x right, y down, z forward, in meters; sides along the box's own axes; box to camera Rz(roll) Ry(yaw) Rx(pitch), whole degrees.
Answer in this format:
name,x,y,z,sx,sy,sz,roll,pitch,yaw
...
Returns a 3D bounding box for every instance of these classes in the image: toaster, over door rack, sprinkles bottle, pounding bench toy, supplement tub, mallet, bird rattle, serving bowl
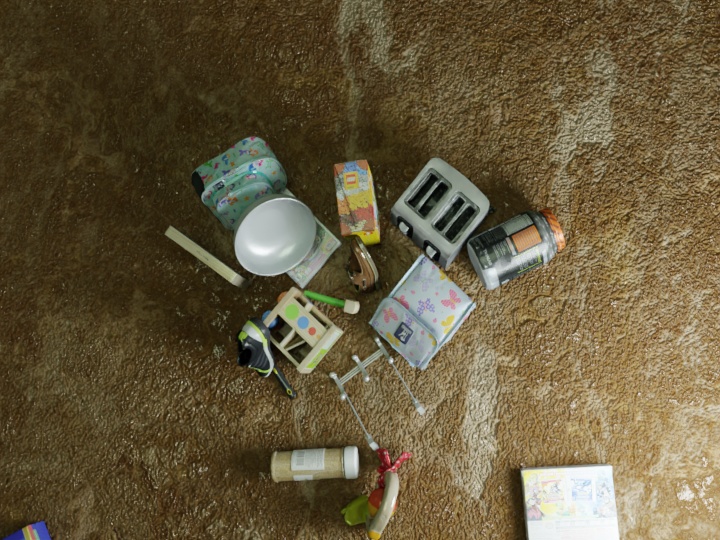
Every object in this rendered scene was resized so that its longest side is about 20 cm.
name,x,y,z,sx,sy,sz,roll,pitch,yaw
toaster,0.187,-0.135,1.570,0.180,0.119,0.201,41,88,9
over door rack,0.033,0.269,1.541,0.146,0.067,0.202,-35,66,2
sprinkles bottle,-0.101,0.435,1.553,0.193,0.068,0.071,-4,82,6
pounding bench toy,-0.116,0.102,1.569,0.155,0.124,0.201,41,88,10
supplement tub,0.345,-0.052,1.540,0.195,0.123,0.125,-25,81,2
mallet,-0.221,0.216,1.612,0.065,0.041,0.204,-29,85,2
bird rattle,0.053,0.489,1.491,0.111,0.163,0.203,32,96,-9
serving bowl,-0.200,-0.091,1.571,0.198,0.201,0.066,-36,45,0

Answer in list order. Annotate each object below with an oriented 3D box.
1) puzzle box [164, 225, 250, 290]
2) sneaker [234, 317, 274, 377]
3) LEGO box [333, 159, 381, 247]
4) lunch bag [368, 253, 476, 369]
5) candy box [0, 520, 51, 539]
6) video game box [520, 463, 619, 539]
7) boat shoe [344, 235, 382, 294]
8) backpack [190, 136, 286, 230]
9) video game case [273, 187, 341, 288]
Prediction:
name,x,y,z,sx,sy,sz,roll,pitch,yaw
puzzle box,-0.352,-0.027,1.607,0.197,0.133,0.026,35,86,10
sneaker,-0.242,0.180,1.509,0.071,0.203,0.083,33,57,24
LEGO box,-0.004,-0.143,1.550,0.075,0.200,0.154,-7,82,5
lunch bag,0.138,0.097,1.544,0.169,0.127,0.201,43,95,12
candy box,-0.800,0.704,1.588,0.196,0.077,0.173,-27,80,1
video game box,0.451,0.520,1.494,0.193,0.047,0.189,-4,84,5
boat shoe,0.000,0.000,1.533,0.066,0.201,0.073,-24,57,-1
backpack,-0.267,-0.198,1.591,0.198,0.178,0.151,-38,61,-4
video game case,-0.161,-0.080,1.651,0.200,0.018,0.144,44,89,10
